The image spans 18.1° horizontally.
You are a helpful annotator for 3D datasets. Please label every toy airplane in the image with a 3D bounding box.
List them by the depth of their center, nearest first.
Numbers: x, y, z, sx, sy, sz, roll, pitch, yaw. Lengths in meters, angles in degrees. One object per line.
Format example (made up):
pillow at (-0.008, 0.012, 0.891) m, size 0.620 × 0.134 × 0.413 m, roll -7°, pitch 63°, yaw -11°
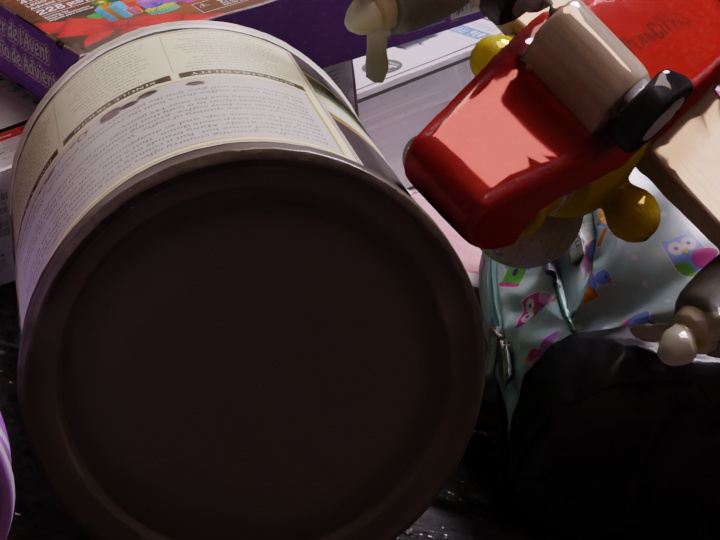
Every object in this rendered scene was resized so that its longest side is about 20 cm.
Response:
toy airplane at (0.089, -0.060, 0.812) m, size 0.199 × 0.141 × 0.200 m, roll 17°, pitch 41°, yaw -24°

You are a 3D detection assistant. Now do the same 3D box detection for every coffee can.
coffee can at (-0.049, 0.003, 0.788) m, size 0.146 × 0.147 × 0.200 m, roll 14°, pitch 15°, yaw -14°

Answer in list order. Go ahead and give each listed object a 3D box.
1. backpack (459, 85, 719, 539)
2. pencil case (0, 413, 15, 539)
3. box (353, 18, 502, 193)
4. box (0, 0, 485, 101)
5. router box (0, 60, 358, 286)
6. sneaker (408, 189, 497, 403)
backpack at (0.123, 0.013, 0.915) m, size 0.166 × 0.127 × 0.200 m, roll 18°, pitch 38°, yaw -20°
pencil case at (-0.156, 0.031, 0.675) m, size 0.086 × 0.084 × 0.200 m, roll 50°, pitch -2°, yaw -27°
box at (-0.028, -0.070, 1.080) m, size 0.200 × 0.060 × 0.117 m, roll -23°, pitch 30°, yaw -29°
box at (-0.059, -0.120, 0.960) m, size 0.200 × 0.039 × 0.137 m, roll -20°, pitch 31°, yaw -27°
router box at (-0.132, -0.071, 0.977) m, size 0.200 × 0.049 × 0.179 m, roll -23°, pitch 33°, yaw -30°
sneaker at (0.000, 0.000, 1.002) m, size 0.200 × 0.076 × 0.105 m, roll 18°, pitch 16°, yaw -32°
